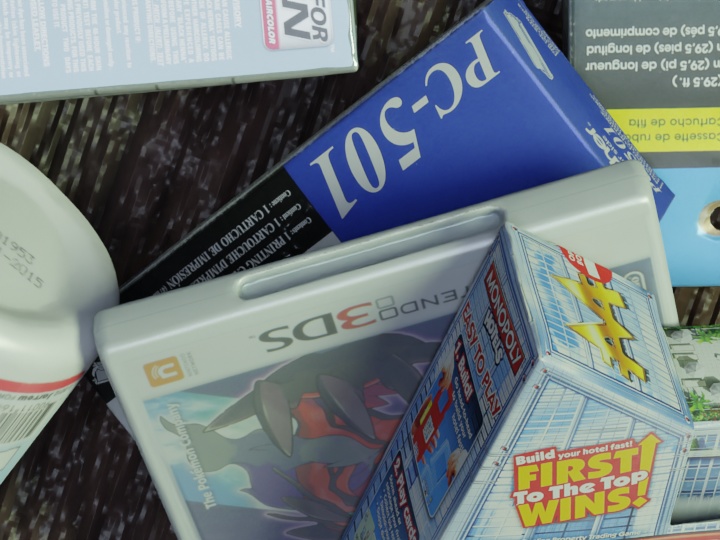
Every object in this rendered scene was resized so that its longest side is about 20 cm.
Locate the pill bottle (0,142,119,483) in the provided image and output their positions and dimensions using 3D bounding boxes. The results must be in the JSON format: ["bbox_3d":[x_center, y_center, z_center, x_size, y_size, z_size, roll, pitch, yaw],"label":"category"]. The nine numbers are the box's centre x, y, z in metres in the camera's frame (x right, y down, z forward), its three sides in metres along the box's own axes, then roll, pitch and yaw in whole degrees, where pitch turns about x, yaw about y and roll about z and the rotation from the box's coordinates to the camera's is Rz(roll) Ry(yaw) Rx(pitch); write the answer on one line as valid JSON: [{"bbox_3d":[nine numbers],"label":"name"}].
[{"bbox_3d":[-0.174,0.053,0.970,0.109,0.109,0.200,38,118,-3],"label":"pill bottle"}]

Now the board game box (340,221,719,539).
[{"bbox_3d":[0.087,0.074,0.944,0.199,0.062,0.200,-3,136,-11],"label":"board game box"}]

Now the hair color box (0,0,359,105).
[{"bbox_3d":[-0.101,-0.088,0.982,0.199,0.099,0.061,-4,94,1],"label":"hair color box"}]

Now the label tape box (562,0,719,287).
[{"bbox_3d":[0.140,-0.099,0.994,0.143,0.063,0.201,-1,106,0],"label":"label tape box"}]

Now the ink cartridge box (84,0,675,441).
[{"bbox_3d":[0.000,0.000,0.988,0.200,0.044,0.094,-37,94,23],"label":"ink cartridge box"}]

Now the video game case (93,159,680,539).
[{"bbox_3d":[0.023,0.060,0.973,0.181,0.023,0.200,-16,137,2],"label":"video game case"}]
